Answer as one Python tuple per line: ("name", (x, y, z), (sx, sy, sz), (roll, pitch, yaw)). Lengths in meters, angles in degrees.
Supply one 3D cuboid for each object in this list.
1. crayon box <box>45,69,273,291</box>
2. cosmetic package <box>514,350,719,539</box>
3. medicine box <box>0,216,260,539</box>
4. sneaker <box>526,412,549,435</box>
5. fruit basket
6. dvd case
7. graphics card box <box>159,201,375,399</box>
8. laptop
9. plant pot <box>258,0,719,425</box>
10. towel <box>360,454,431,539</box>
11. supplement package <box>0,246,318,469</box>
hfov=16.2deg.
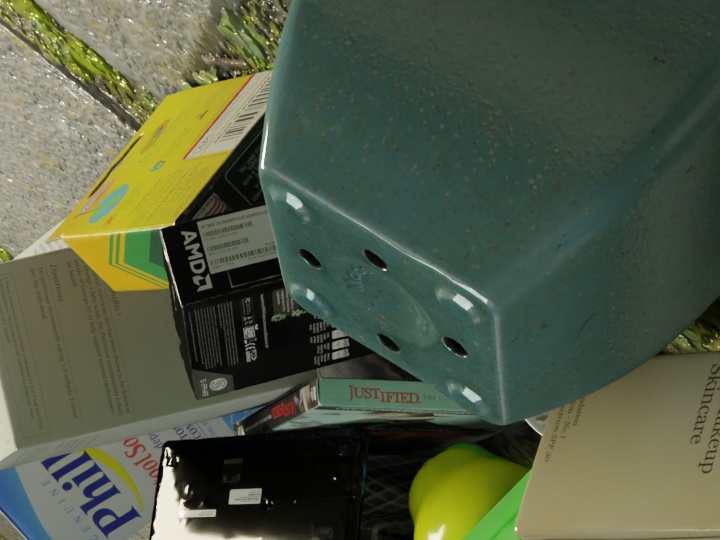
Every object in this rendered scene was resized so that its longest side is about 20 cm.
("crayon box", (-0.092, -0.051, 1.438), (0.051, 0.127, 0.200), (46, 160, -19))
("cosmetic package", (0.182, 0.098, 1.236), (0.199, 0.104, 0.073), (-8, 144, 44))
("medicine box", (-0.185, 0.079, 1.746), (0.182, 0.200, 0.103), (54, 174, -38))
("sneaker", (0.170, 0.098, 1.413), (0.200, 0.074, 0.082), (38, -173, -7))
("fruit basket", (0.098, 0.190, 1.496), (0.155, 0.216, 0.215), (40, 161, -15))
("dvd case", (0.013, 0.094, 1.599), (0.145, 0.022, 0.200), (3, 167, -18))
("graphics card box", (0.000, 0.000, 1.307), (0.126, 0.199, 0.051), (88, 165, -66))
("laptop", (-0.043, 0.211, 1.592), (0.177, 0.201, 0.103), (-7, 159, 39))
("plant pot", (0.063, -0.059, 1.041), (0.195, 0.200, 0.197), (32, 159, 20))
("towel", (0.009, 0.170, 1.678), (0.165, 0.086, 0.199), (24, -160, 37))
("supplement package", (-0.144, 0.044, 1.585), (0.117, 0.199, 0.118), (146, 111, -69))
